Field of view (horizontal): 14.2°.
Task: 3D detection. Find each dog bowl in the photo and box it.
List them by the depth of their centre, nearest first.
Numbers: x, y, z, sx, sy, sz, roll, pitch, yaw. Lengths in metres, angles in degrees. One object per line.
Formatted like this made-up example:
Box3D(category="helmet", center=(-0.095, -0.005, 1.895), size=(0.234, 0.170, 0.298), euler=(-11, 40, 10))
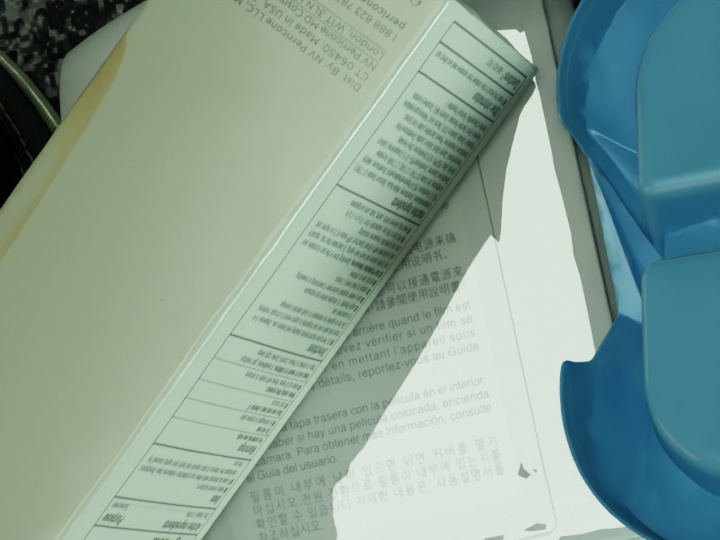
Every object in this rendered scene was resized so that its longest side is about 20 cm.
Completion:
Box3D(category="dog bowl", center=(0.114, -0.008, 0.788), size=(0.111, 0.050, 0.201), euler=(-10, 62, 21))

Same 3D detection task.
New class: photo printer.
Box3D(category="photo printer", center=(0.000, 0.000, 0.857), size=(0.166, 0.069, 0.201), euler=(-15, 81, 13))

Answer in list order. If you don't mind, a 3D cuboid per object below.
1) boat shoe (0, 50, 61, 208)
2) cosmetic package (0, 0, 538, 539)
Box3D(category="boat shoe", center=(-0.117, 0.015, 0.888), size=(0.074, 0.066, 0.200), euler=(-13, 82, 12))
Box3D(category="cosmetic package", center=(-0.046, -0.002, 0.781), size=(0.071, 0.105, 0.200), euler=(37, 93, 17))
